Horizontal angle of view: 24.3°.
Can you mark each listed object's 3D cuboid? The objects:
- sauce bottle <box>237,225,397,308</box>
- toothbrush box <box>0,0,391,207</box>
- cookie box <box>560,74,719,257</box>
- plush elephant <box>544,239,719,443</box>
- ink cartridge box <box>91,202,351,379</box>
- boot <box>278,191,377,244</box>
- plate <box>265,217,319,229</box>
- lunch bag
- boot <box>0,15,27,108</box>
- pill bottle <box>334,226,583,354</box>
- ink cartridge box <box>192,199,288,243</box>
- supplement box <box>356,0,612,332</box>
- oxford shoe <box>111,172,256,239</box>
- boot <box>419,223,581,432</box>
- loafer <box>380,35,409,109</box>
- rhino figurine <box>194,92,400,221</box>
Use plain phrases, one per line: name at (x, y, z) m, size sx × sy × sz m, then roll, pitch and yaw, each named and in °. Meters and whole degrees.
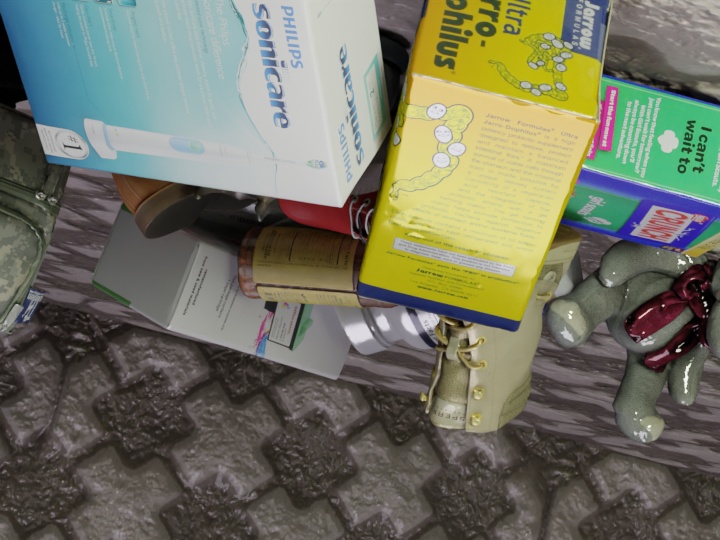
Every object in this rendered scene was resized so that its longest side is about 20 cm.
sauce bottle at (0.000, 0.000, 1.370) m, size 0.199 × 0.066 × 0.066 m, roll 5°, pitch 168°, yaw 17°
toothbrush box at (-0.094, -0.128, 0.954) m, size 0.199 × 0.085 × 0.147 m, roll 10°, pitch 134°, yaw 22°
cookie box at (0.173, -0.078, 1.178) m, size 0.199 × 0.075 × 0.171 m, roll 14°, pitch 171°, yaw -2°
plush elephant at (0.280, 0.032, 1.368) m, size 0.155 × 0.200 × 0.165 m, roll -3°, pitch 128°, yaw 46°
ink cartridge box at (-0.117, 0.020, 1.508) m, size 0.200 × 0.084 × 0.145 m, roll 20°, pitch -177°, yaw -40°
boot at (0.008, -0.036, 1.290) m, size 0.199 × 0.144 × 0.073 m, roll 3°, pitch 123°, yaw 24°
plate at (-0.003, -0.042, 1.476) m, size 0.200 × 0.026 × 0.200 m, roll -17°, pitch 176°, yaw -1°
lunch bag at (-0.330, -0.052, 1.270) m, size 0.200 × 0.168 × 0.139 m, roll 23°, pitch 169°, yaw -37°
boot at (-0.326, -0.169, 1.325) m, size 0.168 × 0.077 × 0.200 m, roll -2°, pitch 169°, yaw 43°
pill bottle at (0.081, 0.001, 1.434) m, size 0.199 × 0.116 × 0.116 m, roll -17°, pitch 160°, yaw 17°
ink cartridge box at (-0.128, -0.085, 1.509) m, size 0.144 × 0.084 × 0.200 m, roll 14°, pitch 169°, yaw -8°
supplement box at (0.072, -0.073, 1.013) m, size 0.109 × 0.109 × 0.200 m, roll 13°, pitch 140°, yaw -1°
oxford shoe at (-0.106, -0.085, 1.259) m, size 0.200 × 0.071 × 0.071 m, roll -19°, pitch 157°, yaw -52°
boot at (0.069, 0.043, 1.179) m, size 0.073 × 0.156 × 0.200 m, roll 28°, pitch -156°, yaw 33°
loafer at (-0.061, -0.138, 1.190) m, size 0.200 × 0.063 × 0.072 m, roll 7°, pitch 169°, yaw 33°
rhino figurine at (-0.030, -0.080, 1.198) m, size 0.200 × 0.060 × 0.087 m, roll -17°, pitch -151°, yaw -28°
